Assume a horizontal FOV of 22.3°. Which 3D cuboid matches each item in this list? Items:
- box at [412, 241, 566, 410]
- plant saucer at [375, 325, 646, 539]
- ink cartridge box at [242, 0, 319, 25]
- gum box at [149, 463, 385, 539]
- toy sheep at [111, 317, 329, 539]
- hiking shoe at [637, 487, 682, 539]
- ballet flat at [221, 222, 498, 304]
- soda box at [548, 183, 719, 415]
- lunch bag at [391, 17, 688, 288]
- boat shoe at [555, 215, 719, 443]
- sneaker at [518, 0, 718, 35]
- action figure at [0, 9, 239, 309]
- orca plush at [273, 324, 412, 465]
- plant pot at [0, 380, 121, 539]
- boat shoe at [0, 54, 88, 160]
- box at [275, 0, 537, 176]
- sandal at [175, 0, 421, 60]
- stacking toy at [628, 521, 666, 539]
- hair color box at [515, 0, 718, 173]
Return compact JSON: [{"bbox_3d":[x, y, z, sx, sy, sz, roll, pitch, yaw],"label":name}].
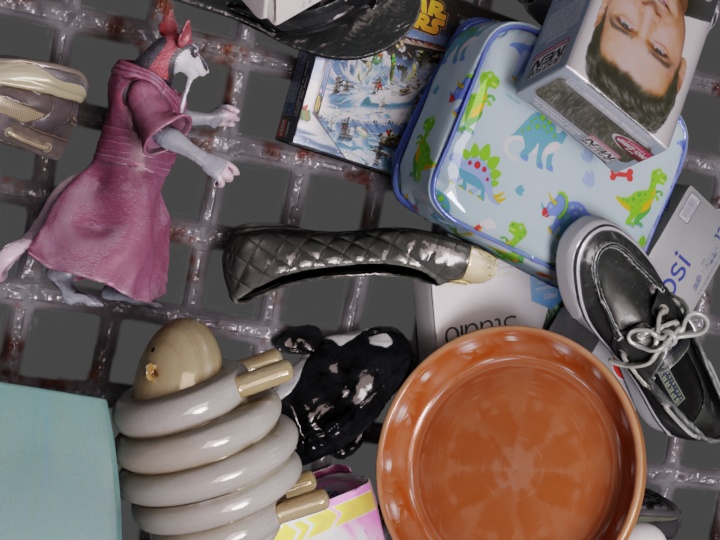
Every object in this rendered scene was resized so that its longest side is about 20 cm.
[{"bbox_3d":[0.115,0.073,1.395,0.143,0.036,0.202,-10,101,-24],"label":"box"},{"bbox_3d":[0.108,0.141,1.304,0.032,0.199,0.202,25,84,-65],"label":"plant saucer"},{"bbox_3d":[-0.023,-0.277,1.221,0.199,0.085,0.146,-33,65,-22],"label":"ink cartridge box"},{"bbox_3d":[-0.068,0.228,1.309,0.198,0.066,0.115,-20,105,-22],"label":"gum box"},{"bbox_3d":[-0.097,0.129,1.210,0.137,0.138,0.202,-19,98,-22],"label":"toy sheep"},{"bbox_3d":[0.156,0.222,1.419,0.198,0.076,0.102,-7,107,-15],"label":"hiking shoe"},{"bbox_3d":[0.000,0.000,1.300,0.198,0.067,0.057,1,75,-5],"label":"ballet flat"},{"bbox_3d":[0.199,0.032,1.375,0.063,0.068,0.201,37,78,-28],"label":"soda box"},{"bbox_3d":[0.133,-0.083,1.316,0.199,0.082,0.162,24,87,-27],"label":"lunch bag"},{"bbox_3d":[0.206,0.047,1.295,0.073,0.068,0.200,-37,118,-18],"label":"boat shoe"},{"bbox_3d":[0.193,-0.217,1.380,0.200,0.075,0.115,44,76,-27],"label":"sneaker"},{"bbox_3d":[-0.156,-0.077,1.224,0.147,0.134,0.202,11,94,-7],"label":"action figure"},{"bbox_3d":[-0.040,0.098,1.305,0.198,0.071,0.106,-13,101,-23],"label":"orca plush"},{"bbox_3d":[-0.233,0.175,1.191,0.140,0.141,0.202,12,83,-25],"label":"plant pot"},{"bbox_3d":[-0.273,-0.109,1.173,0.198,0.074,0.074,7,93,-24],"label":"boat shoe"},{"bbox_3d":[0.047,-0.133,1.338,0.198,0.040,0.138,16,90,-26],"label":"box"},{"bbox_3d":[-0.054,-0.193,1.250,0.198,0.048,0.076,12,90,-8],"label":"sandal"},{"bbox_3d":[0.145,0.257,1.324,0.200,0.146,0.146,-40,111,1],"label":"stacking toy"},{"bbox_3d":[0.190,-0.181,1.277,0.099,0.060,0.201,35,60,-21],"label":"hair color box"}]
